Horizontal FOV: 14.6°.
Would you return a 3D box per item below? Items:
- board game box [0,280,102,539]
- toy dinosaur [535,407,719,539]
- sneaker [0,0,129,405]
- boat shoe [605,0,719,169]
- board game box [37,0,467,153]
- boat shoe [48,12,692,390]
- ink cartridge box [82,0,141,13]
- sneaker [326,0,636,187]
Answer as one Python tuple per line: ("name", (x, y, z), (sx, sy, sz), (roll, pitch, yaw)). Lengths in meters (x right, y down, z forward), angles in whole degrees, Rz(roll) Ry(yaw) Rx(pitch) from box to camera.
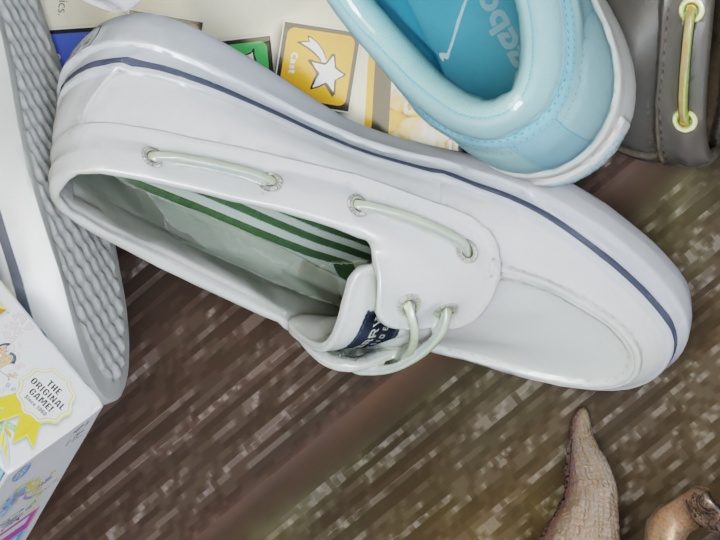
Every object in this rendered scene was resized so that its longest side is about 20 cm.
("board game box", (-0.149, 0.034, 0.810), (0.034, 0.200, 0.135), (-35, 81, -30))
("toy dinosaur", (0.082, 0.143, 0.811), (0.135, 0.086, 0.200), (-35, 77, 17))
("sneaker", (-0.126, -0.047, 0.809), (0.079, 0.078, 0.201), (-19, 78, 8))
("boat shoe", (0.103, -0.130, 0.812), (0.060, 0.072, 0.202), (18, 101, 14))
("board game box", (-0.059, -0.106, 0.857), (0.199, 0.046, 0.152), (4, 90, 12))
("boat shoe", (0.000, 0.000, 0.802), (0.200, 0.067, 0.074), (22, 138, -10))
("ink cartridge box", (-0.026, -0.190, 0.757), (0.200, 0.057, 0.163), (-31, 56, 23))
("sneaker", (0.007, -0.115, 0.772), (0.074, 0.082, 0.200), (-39, 75, 10))
